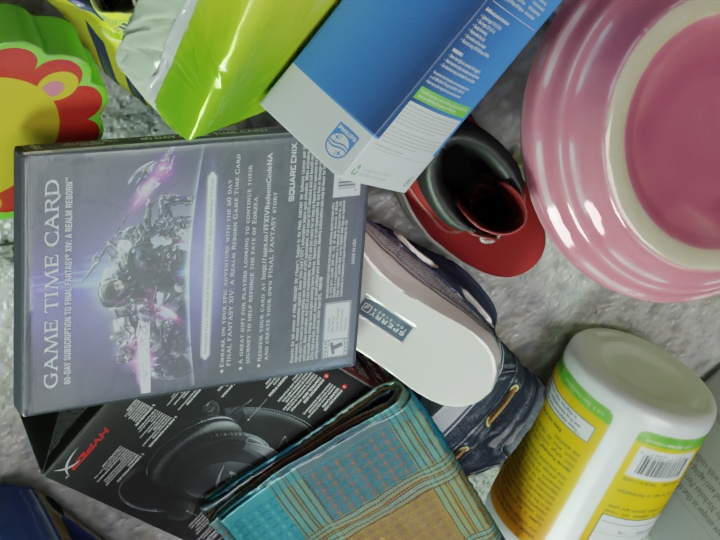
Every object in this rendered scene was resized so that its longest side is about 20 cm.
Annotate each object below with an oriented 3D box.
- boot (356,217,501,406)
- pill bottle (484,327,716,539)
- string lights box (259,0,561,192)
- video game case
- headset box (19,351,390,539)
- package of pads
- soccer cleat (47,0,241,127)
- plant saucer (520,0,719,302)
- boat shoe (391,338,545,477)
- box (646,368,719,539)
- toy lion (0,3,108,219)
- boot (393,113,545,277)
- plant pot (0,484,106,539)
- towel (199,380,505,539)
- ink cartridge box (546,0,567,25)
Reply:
[{"bbox_3d":[0.000,0.000,0.986,0.200,0.090,0.073,40,110,-12],"label":"boot"},{"bbox_3d":[0.153,0.150,1.136,0.111,0.111,0.201,9,118,-31],"label":"pill bottle"},{"bbox_3d":[0.050,-0.133,0.787,0.200,0.059,0.103,-50,165,11],"label":"string lights box"},{"bbox_3d":[-0.087,-0.004,0.876,0.199,0.019,0.143,-7,112,-28],"label":"video game case"},{"bbox_3d":[-0.081,0.086,0.995,0.149,0.077,0.200,-48,131,11],"label":"headset box"},{"bbox_3d":[-0.017,-0.168,0.762,0.154,0.068,0.200,-29,156,-49],"label":"package of pads"},{"bbox_3d":[-0.115,-0.128,0.820,0.065,0.084,0.200,-41,131,3],"label":"soccer cleat"},{"bbox_3d":[0.184,-0.078,0.886,0.200,0.051,0.201,-5,103,-23],"label":"plant saucer"},{"bbox_3d":[0.035,0.126,1.086,0.200,0.071,0.091,-43,133,8],"label":"boat shoe"},{"bbox_3d":[0.310,0.211,1.199,0.131,0.200,0.199,-42,131,5],"label":"box"},{"bbox_3d":[-0.230,-0.058,0.812,0.191,0.069,0.200,8,138,-46],"label":"toy lion"},{"bbox_3d":[0.071,-0.034,0.942,0.072,0.144,0.200,-40,132,3],"label":"boot"},{"bbox_3d":[-0.197,0.262,0.990,0.180,0.200,0.200,-43,130,-1],"label":"plant pot"},{"bbox_3d":[0.006,0.167,1.031,0.146,0.022,0.200,-33,130,-1],"label":"towel"},{"bbox_3d":[0.150,-0.191,0.913,0.136,0.076,0.200,-44,129,8],"label":"ink cartridge box"}]
